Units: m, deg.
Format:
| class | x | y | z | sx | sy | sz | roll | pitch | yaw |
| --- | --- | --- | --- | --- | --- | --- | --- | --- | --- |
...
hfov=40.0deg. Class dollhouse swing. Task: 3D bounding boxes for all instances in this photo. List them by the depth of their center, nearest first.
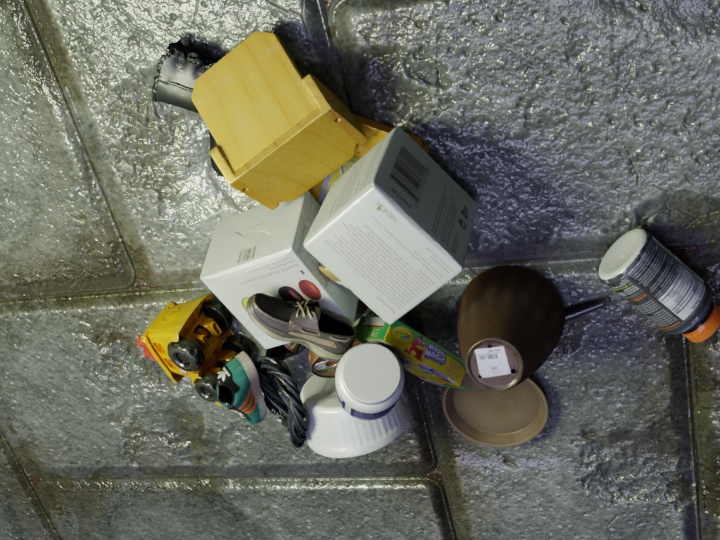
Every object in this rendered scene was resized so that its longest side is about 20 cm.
| class | x | y | z | sx | sy | sz | roll | pitch | yaw |
| --- | --- | --- | --- | --- | --- | --- | --- | --- | --- |
| dollhouse swing | -0.135 | -0.241 | 1.565 | 0.199 | 0.176 | 0.182 | -36 | 152 | 14 |

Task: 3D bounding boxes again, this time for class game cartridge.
| class | x | y | z | sx | sy | sz | roll | pitch | yaw |
| --- | --- | --- | --- | --- | --- | --- | --- | --- | --- |
| game cartridge | 0.007 | -0.154 | 1.646 | 0.175 | 0.033 | 0.201 | 19 | 128 | 1 |

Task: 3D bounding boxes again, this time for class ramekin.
| class | x | y | z | sx | sy | sz | roll | pitch | yaw |
| --- | --- | --- | --- | --- | --- | --- | --- | --- | --- |
| ramekin | -0.016 | 0.248 | 1.831 | 0.199 | 0.201 | 0.098 | -6 | 116 | 19 |

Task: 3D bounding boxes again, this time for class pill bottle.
| class | x | y | z | sx | sy | sz | roll | pitch | yaw |
| --- | --- | --- | --- | --- | --- | --- | --- | --- | --- |
| pill bottle | 0.491 | 0.031 | 1.598 | 0.200 | 0.106 | 0.106 | 38 | 125 | -12 |
| pill bottle | 0.015 | 0.184 | 1.645 | 0.115 | 0.116 | 0.200 | 18 | 167 | 2 |

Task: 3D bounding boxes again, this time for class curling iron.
| class | x | y | z | sx | sy | sz | roll | pitch | yaw |
| --- | --- | --- | --- | --- | --- | --- | --- | --- | --- |
| curling iron | 0.336 | 0.078 | 1.721 | 0.199 | 0.026 | 0.050 | -14 | 116 | 23 |

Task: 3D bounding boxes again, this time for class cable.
| class | x | y | z | sx | sy | sz | roll | pitch | yaw |
| --- | --- | --- | --- | --- | --- | --- | --- | --- | --- |
| cable | -0.144 | 0.238 | 1.804 | 0.051 | 0.164 | 0.200 | -21 | 157 | -17 |

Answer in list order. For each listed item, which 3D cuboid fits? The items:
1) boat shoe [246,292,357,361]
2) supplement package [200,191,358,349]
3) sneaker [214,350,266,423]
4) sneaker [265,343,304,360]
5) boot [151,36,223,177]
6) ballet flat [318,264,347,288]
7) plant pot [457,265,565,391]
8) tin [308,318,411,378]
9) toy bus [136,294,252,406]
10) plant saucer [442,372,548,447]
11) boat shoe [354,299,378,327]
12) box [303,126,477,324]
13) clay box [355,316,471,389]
| class | x | y | z | sx | sy | sz | roll | pitch | yaw |
| --- | --- | --- | --- | --- | --- | --- | --- | --- | --- |
| boat shoe | -0.092 | 0.078 | 1.614 | 0.199 | 0.075 | 0.073 | 25 | 126 | -29 |
| supplement package | -0.129 | 0.002 | 1.691 | 0.190 | 0.148 | 0.200 | -17 | 131 | 27 |
| sneaker | -0.228 | 0.230 | 1.833 | 0.071 | 0.080 | 0.201 | 46 | 156 | 33 |
| sneaker | -0.105 | 0.111 | 1.824 | 0.080 | 0.087 | 0.200 | 36 | 125 | -11 |
| boot | -0.262 | -0.266 | 1.616 | 0.161 | 0.073 | 0.199 | 20 | 119 | -2 |
| ballet flat | 0.000 | 0.000 | 1.651 | 0.068 | 0.200 | 0.064 | 4 | 103 | 32 |
| plant pot | 0.236 | 0.113 | 1.641 | 0.185 | 0.200 | 0.188 | 6 | 112 | 15 |
| tin | 0.003 | 0.141 | 1.794 | 0.199 | 0.042 | 0.112 | -15 | 144 | -6 |
| toy bus | -0.330 | 0.159 | 1.901 | 0.191 | 0.136 | 0.201 | -7 | 125 | 35 |
| plant saucer | 0.254 | 0.251 | 1.861 | 0.198 | 0.030 | 0.201 | 8 | 125 | 11 |
| boat shoe | 0.005 | 0.077 | 1.791 | 0.071 | 0.061 | 0.201 | 11 | 138 | -38 |
| box | 0.052 | -0.071 | 1.552 | 0.200 | 0.199 | 0.171 | 43 | 123 | -15 |
| clay box | 0.096 | 0.143 | 1.701 | 0.199 | 0.048 | 0.115 | 31 | 164 | -25 |
